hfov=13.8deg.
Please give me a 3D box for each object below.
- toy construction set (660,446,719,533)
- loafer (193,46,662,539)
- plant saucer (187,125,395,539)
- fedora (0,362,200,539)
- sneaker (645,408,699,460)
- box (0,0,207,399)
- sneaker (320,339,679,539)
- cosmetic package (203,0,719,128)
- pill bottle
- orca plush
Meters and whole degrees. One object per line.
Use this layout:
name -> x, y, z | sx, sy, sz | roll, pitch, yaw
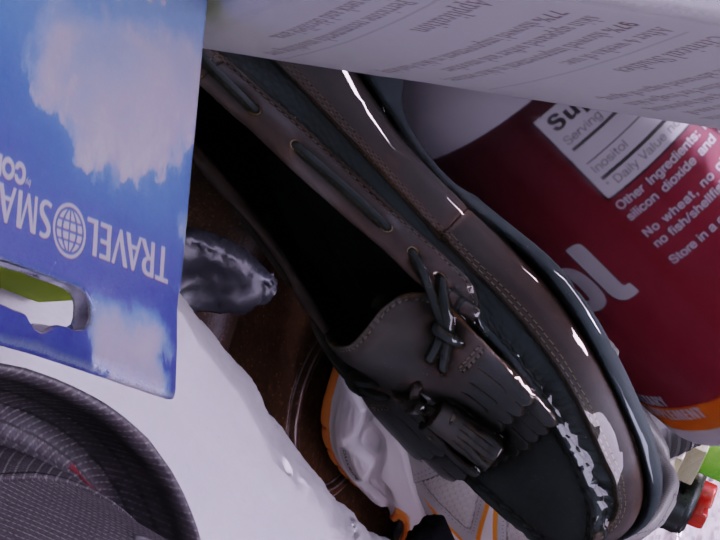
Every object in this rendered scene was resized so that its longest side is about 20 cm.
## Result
toy construction set -> 0.120, 0.016, 1.082 | 0.200, 0.092, 0.131 | -43, 161, -39
loafer -> 0.000, 0.000, 0.793 | 0.063, 0.072, 0.200 | -33, 86, -41
plant saucer -> -0.020, 0.039, 0.882 | 0.200, 0.034, 0.201 | -29, 123, -56
fedora -> -0.080, 0.111, 0.629 | 0.200, 0.090, 0.177 | 5, 97, -51
sneaker -> 0.141, -0.004, 0.983 | 0.200, 0.090, 0.067 | -35, 89, -33
box -> -0.081, -0.079, 0.658 | 0.122, 0.048, 0.200 | 22, 69, -57
sneaker -> 0.057, 0.079, 0.909 | 0.076, 0.092, 0.200 | -65, 150, -26
cosmetic package -> 0.072, -0.128, 0.717 | 0.167, 0.200, 0.167 | 174, -76, -73
pill bottle -> 0.070, -0.050, 0.866 | 0.200, 0.113, 0.113 | 43, 55, -20
orca plush -> -0.055, 0.046, 0.772 | 0.200, 0.071, 0.105 | 21, 74, -40
